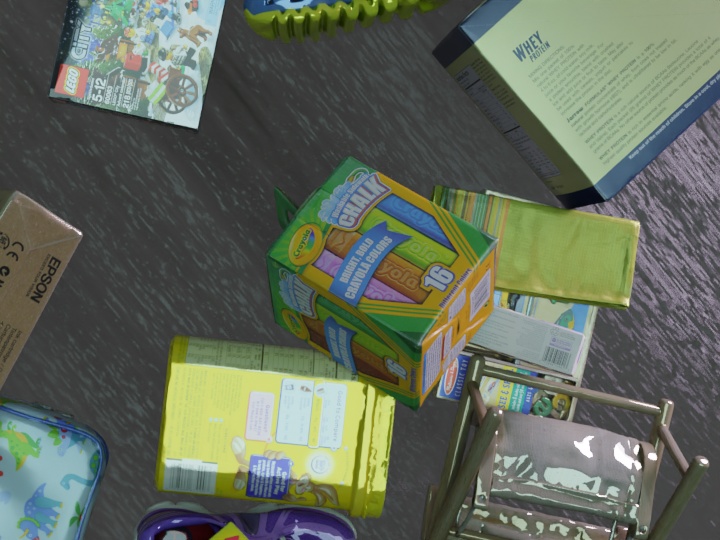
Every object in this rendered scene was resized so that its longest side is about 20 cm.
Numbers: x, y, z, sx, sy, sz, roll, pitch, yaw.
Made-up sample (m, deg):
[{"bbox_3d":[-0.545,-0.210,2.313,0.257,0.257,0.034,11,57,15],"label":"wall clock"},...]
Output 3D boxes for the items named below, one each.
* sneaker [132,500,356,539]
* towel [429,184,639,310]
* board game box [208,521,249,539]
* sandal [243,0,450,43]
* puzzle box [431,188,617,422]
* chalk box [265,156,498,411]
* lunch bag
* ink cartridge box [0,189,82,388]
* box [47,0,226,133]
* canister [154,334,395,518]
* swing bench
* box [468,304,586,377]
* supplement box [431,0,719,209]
[{"bbox_3d":[-0.101,0.248,1.244,0.200,0.083,0.081,2,89,-8],"label":"sneaker"},{"bbox_3d":[0.155,-0.020,1.290,0.200,0.018,0.086,9,88,-7],"label":"towel"},{"bbox_3d":[-0.138,0.316,1.195,0.102,0.048,0.200,45,119,8],"label":"board game box"},{"bbox_3d":[-0.013,-0.262,1.274,0.200,0.079,0.087,-16,87,-16],"label":"sandal"},{"bbox_3d":[0.152,0.035,1.310,0.133,0.025,0.200,13,87,-6],"label":"puzzle box"},{"bbox_3d":[0.000,0.000,1.197,0.200,0.125,0.124,30,65,19],"label":"chalk box"},{"bbox_3d":[-0.316,0.209,1.218,0.160,0.082,0.200,18,87,-8],"label":"lunch bag"},{"bbox_3d":[-0.331,0.035,1.160,0.075,0.165,0.200,34,75,-30],"label":"ink cartridge box"},{"bbox_3d":[-0.192,-0.235,1.265,0.136,0.038,0.200,12,87,-7],"label":"box"},{"bbox_3d":[-0.075,0.135,1.249,0.200,0.087,0.149,7,87,-6],"label":"canister"},{"bbox_3d":[0.171,0.207,1.253,0.199,0.130,0.200,14,109,-8],"label":"swing bench"},{"bbox_3d":[0.102,0.046,1.266,0.200,0.039,0.042,17,85,12],"label":"box"},{"bbox_3d":[0.209,-0.196,1.267,0.200,0.134,0.200,-42,94,-6],"label":"supplement box"}]
